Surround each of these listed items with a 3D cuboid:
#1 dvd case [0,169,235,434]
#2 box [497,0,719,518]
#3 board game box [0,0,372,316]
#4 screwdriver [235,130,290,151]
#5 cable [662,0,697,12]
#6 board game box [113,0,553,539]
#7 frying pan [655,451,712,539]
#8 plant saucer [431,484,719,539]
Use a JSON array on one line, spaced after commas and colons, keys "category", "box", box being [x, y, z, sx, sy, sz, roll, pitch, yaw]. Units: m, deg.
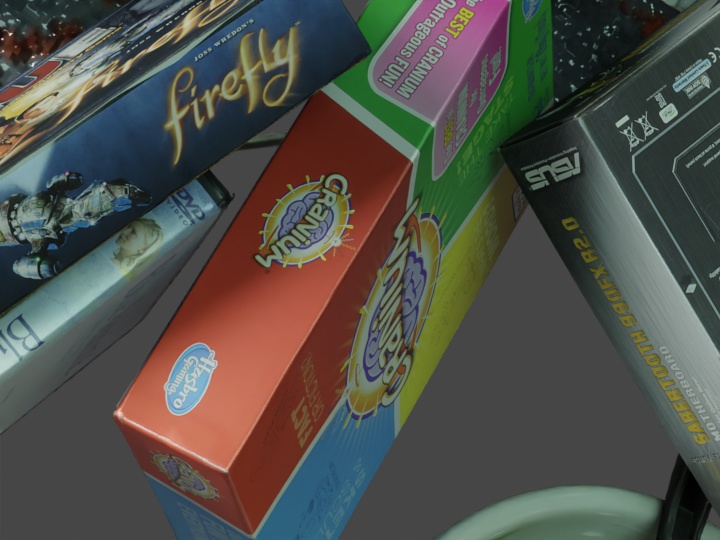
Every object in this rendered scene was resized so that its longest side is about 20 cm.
[{"category": "dvd case", "box": [-0.130, 0.051, 0.706, 0.200, 0.143, 0.018, -40, 88, -23]}, {"category": "box", "box": [0.163, -0.029, 0.812, 0.200, 0.048, 0.159, -37, 100, -31]}, {"category": "board game box", "box": [-0.105, -0.026, 0.707, 0.200, 0.135, 0.035, -36, 107, -11]}, {"category": "screwdriver", "box": [-0.065, -0.045, 0.808, 0.199, 0.028, 0.029, -13, 115, -20]}, {"category": "cable", "box": [0.067, -0.204, 0.869, 0.199, 0.069, 0.201, 22, 73, -17]}, {"category": "board game box", "box": [0.000, 0.000, 0.764, 0.040, 0.153, 0.200, 25, 71, 16]}, {"category": "frying pan", "box": [0.107, 0.139, 0.799, 0.190, 0.031, 0.115, -45, 99, -19]}, {"category": "plant saucer", "box": [0.073, 0.177, 0.818, 0.199, 0.050, 0.201, 4, 79, -22]}]
